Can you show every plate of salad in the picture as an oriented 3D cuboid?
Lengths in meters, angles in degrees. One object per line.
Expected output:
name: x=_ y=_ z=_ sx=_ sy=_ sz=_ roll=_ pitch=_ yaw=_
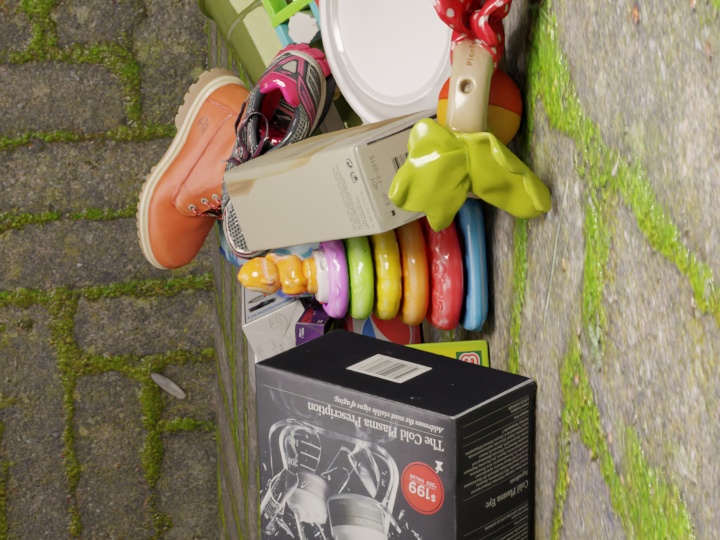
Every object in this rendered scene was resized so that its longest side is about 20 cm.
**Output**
plate of salad: x=0.040 y=-0.204 z=1.524 sx=0.199 sy=0.048 sz=0.202 roll=14 pitch=109 yaw=47

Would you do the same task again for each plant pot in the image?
plant pot: x=-0.028 y=-0.193 z=1.768 sx=0.200 sy=0.199 sz=0.191 roll=114 pitch=138 yaw=-70

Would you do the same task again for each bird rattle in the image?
bird rattle: x=0.077 y=-0.127 z=1.383 sx=0.163 sy=0.112 sz=0.202 roll=48 pitch=-141 yaw=-79

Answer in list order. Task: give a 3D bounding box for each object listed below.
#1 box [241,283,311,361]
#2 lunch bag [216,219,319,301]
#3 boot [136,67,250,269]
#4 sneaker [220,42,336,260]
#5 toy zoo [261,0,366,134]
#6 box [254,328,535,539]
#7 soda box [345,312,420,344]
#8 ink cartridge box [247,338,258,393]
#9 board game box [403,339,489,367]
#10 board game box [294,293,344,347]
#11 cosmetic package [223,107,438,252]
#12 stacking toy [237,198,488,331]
box: x=-0.064 y=0.065 z=1.853 sx=0.200 sy=0.060 sz=0.117 roll=-107 pitch=-9 yaw=-78
lunch bag: x=-0.037 y=-0.041 z=1.813 sx=0.200 sy=0.160 sz=0.083 roll=26 pitch=127 yaw=59
boot: x=-0.137 y=-0.071 z=1.762 sx=0.107 sy=0.075 sz=0.201 roll=43 pitch=121 yaw=36
sneaker: x=-0.084 y=-0.097 z=1.651 sx=0.075 sy=0.080 sz=0.201 roll=-50 pitch=-21 yaw=-58
toy zoo: x=-0.010 y=-0.183 z=1.634 sx=0.131 sy=0.020 sz=0.201 roll=-26 pitch=89 yaw=51
box: x=0.026 y=0.161 z=1.477 sx=0.199 sy=0.104 sz=0.184 roll=12 pitch=112 yaw=39
soda box: x=0.023 y=0.097 z=1.848 sx=0.063 sy=0.069 sz=0.202 roll=151 pitch=115 yaw=-80
ink cartridge box: x=-0.046 y=0.020 z=1.997 sx=0.084 sy=0.143 sz=0.202 roll=-139 pitch=47 yaw=-77
board game box: x=0.040 y=0.094 z=1.654 sx=0.200 sy=0.101 sz=0.048 roll=142 pitch=124 yaw=-78
board game box: x=-0.035 y=0.126 z=1.620 sx=0.120 sy=0.032 sz=0.202 roll=-46 pitch=-41 yaw=-73
cosmetic package: x=-0.011 y=-0.070 z=1.514 sx=0.199 sy=0.105 sz=0.072 roll=-7 pitch=105 yaw=55
stacking toy: x=0.000 y=0.000 z=1.555 sx=0.116 sy=0.198 sz=0.111 roll=-134 pitch=40 yaw=-74
